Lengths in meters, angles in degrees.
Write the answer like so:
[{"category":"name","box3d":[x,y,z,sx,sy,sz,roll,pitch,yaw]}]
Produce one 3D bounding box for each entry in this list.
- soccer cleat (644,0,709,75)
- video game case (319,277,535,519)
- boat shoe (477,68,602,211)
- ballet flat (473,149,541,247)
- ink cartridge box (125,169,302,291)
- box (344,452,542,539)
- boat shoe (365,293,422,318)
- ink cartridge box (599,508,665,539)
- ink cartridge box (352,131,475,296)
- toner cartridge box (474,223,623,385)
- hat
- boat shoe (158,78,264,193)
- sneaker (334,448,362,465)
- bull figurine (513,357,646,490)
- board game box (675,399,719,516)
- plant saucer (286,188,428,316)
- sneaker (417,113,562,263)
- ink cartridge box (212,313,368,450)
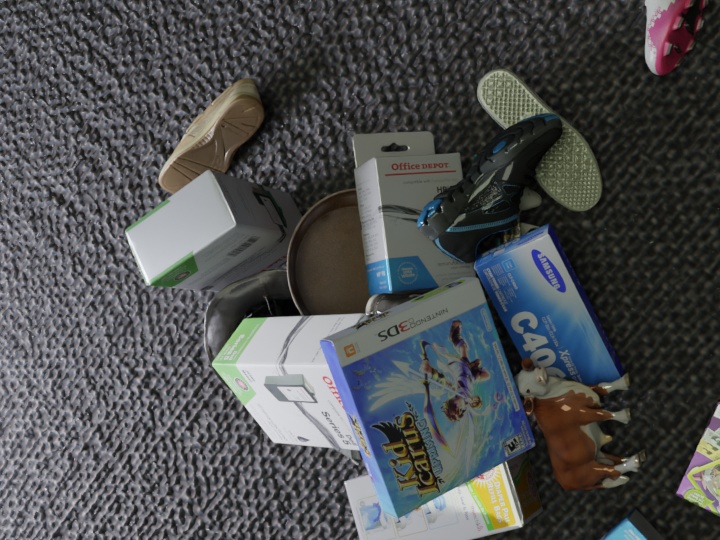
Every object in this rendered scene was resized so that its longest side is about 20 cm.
[{"category":"soccer cleat","box3d":[0.350,-0.321,1.106,0.086,0.070,0.200,22,96,38]},{"category":"video game case","box3d":[0.075,0.132,1.038,0.181,0.045,0.200,-23,97,-20]},{"category":"boat shoe","box3d":[0.215,-0.156,1.158,0.075,0.062,0.200,-41,90,12]},{"category":"ballet flat","box3d":[0.186,-0.050,1.173,0.075,0.068,0.200,-9,91,1]},{"category":"ink cartridge box","box3d":[-0.174,-0.043,1.247,0.146,0.200,0.084,-32,74,19]},{"category":"box","box3d":[0.102,0.270,1.169,0.200,0.112,0.102,-20,79,21]},{"category":"boat shoe","box3d":[0.096,0.067,1.130,0.057,0.200,0.067,-1,78,51]},{"category":"ink cartridge box","box3d":[0.279,0.384,1.117,0.200,0.067,0.116,-47,73,15]},{"category":"ink cartridge box","box3d":[0.063,-0.075,1.177,0.116,0.067,0.200,-6,86,-22]},{"category":"toner cartridge box","box3d":[0.218,0.056,1.123,0.095,0.043,0.200,-25,102,20]},{"category":"hat","box3d":[-0.100,0.075,1.269,0.200,0.081,0.201,1,109,4]},{"category":"boat shoe","box3d":[-0.203,-0.180,1.339,0.200,0.071,0.065,-38,40,26]},{"category":"sneaker","box3d":[0.030,0.161,1.233,0.082,0.075,0.200,44,116,9]},{"category":"bull figurine","box3d":[0.246,0.171,1.097,0.121,0.065,0.200,-6,126,23]},{"category":"board game box","box3d":[0.462,0.237,1.063,0.200,0.032,0.120,25,95,22]},{"category":"plant saucer","box3d":[0.000,0.000,1.205,0.034,0.200,0.201,166,99,-67]},{"category":"sneaker","box3d":[0.159,-0.095,1.113,0.200,0.073,0.082,-43,104,11]},{"category":"ink cartridge box","box3d":[-0.051,0.130,1.140,0.200,0.084,0.146,-4,129,42]}]
